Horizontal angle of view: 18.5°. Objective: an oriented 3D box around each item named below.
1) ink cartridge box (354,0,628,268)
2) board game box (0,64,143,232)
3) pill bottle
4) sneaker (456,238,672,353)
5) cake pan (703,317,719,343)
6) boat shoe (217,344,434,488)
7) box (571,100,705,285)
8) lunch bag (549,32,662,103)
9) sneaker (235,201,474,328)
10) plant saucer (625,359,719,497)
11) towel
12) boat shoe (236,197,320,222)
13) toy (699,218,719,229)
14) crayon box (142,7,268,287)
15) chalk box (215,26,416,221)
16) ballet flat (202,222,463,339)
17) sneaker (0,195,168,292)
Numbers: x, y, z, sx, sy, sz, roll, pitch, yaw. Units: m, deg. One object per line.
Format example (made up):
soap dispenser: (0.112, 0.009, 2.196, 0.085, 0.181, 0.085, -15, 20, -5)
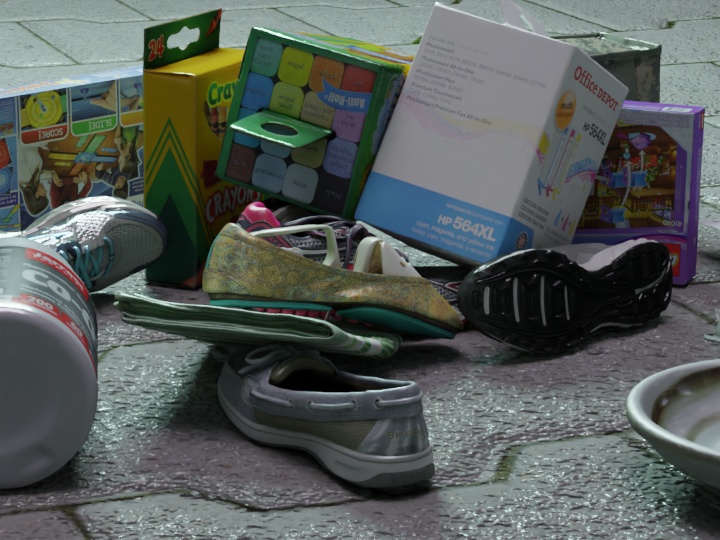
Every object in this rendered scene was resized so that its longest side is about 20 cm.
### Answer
ink cartridge box: (0.105, -0.102, 1.667, 0.125, 0.201, 0.128, 21, -1, 27)
board game box: (-0.244, -0.090, 1.828, 0.034, 0.136, 0.199, 15, 21, 42)
pill bottle: (-0.219, 0.049, 1.370, 0.113, 0.115, 0.200, -1, 16, -6)
sneaker: (0.139, 0.017, 1.596, 0.199, 0.074, 0.079, -6, 6, -43)
cake pan: (0.330, 0.040, 1.469, 0.199, 0.037, 0.200, 6, 1, 0)
boat shoe: (-0.023, 0.078, 1.363, 0.074, 0.065, 0.202, -8, 17, -30)
box: (0.171, -0.069, 1.756, 0.199, 0.138, 0.039, 7, 15, 21)
lunch bag: (0.148, -0.112, 1.858, 0.199, 0.165, 0.117, -8, 16, -26)
sneaker: (0.000, 0.000, 1.600, 0.199, 0.075, 0.081, 6, 11, -23)
plant saucer: (0.257, 0.103, 1.307, 0.199, 0.051, 0.200, 0, 16, 0)
towel: (-0.062, 0.038, 1.464, 0.152, 0.024, 0.200, 6, -4, 15)
boat shoe: (-0.063, -0.025, 1.717, 0.059, 0.072, 0.200, 9, 13, 19)
toy: (0.354, -0.015, 1.740, 0.114, 0.048, 0.200, -6, 13, -11)
crayon box: (-0.121, -0.099, 1.741, 0.051, 0.201, 0.127, 8, 17, 24)
chalk box: (-0.023, -0.113, 1.694, 0.124, 0.125, 0.200, 19, 10, 26)
ballet flat: (-0.013, 0.004, 1.518, 0.199, 0.071, 0.071, 9, 11, -26)
sneaker: (-0.233, 0.005, 1.639, 0.199, 0.078, 0.086, -13, 31, -19)
